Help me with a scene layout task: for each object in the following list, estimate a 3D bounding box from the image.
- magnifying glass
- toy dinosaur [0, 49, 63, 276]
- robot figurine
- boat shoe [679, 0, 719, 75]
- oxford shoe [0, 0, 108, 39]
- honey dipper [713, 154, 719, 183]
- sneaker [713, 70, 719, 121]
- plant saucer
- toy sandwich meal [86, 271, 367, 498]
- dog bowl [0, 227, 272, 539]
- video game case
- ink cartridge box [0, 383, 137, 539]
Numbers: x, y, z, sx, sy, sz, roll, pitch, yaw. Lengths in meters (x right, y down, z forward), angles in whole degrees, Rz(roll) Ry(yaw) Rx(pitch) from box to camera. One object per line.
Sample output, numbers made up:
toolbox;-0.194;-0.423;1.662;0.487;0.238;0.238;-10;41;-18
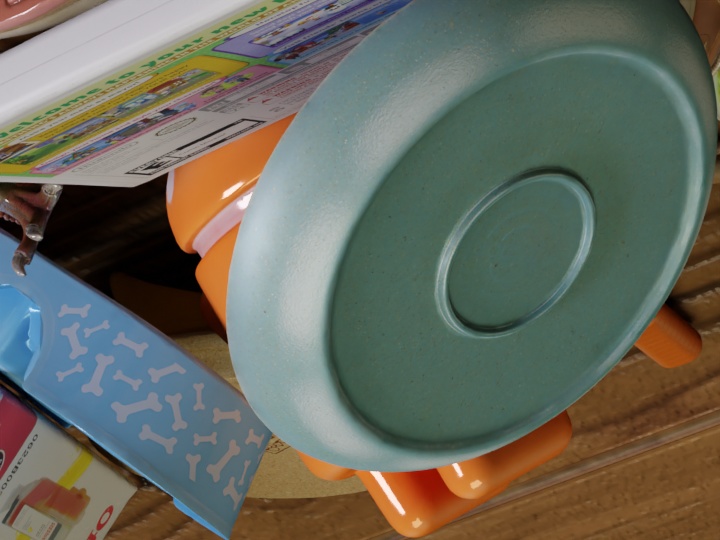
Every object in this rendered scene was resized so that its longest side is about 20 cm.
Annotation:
magnifying glass;0.116;0.012;1.111;0.079;0.023;0.200;-20;157;17
toy dinosaur;-0.192;-0.064;0.897;0.181;0.105;0.200;23;155;-10
robot figurine;-0.001;0.001;0.955;0.116;0.201;0.144;-30;172;-6
boat shoe;0.094;-0.058;0.963;0.072;0.076;0.200;-18;153;-37
oxford shoe;-0.072;-0.107;0.785;0.199;0.071;0.074;-14;160;31
honey dipper;0.118;-0.039;1.056;0.199;0.038;0.038;-10;149;-5
sneaker;0.193;-0.032;0.996;0.078;0.091;0.201;-19;131;4
plant saucer;0.047;-0.010;0.828;0.199;0.027;0.201;-22;133;-26
toy sandwich meal;-0.036;0.046;1.130;0.204;0.071;0.205;1;157;1
dog bowl;-0.113;0.037;0.999;0.050;0.200;0.111;-54;139;-8
video game case;-0.036;-0.075;0.810;0.199;0.022;0.182;-23;173;20
ink cartridge box;-0.192;0.112;1.075;0.083;0.146;0.200;32;173;18
